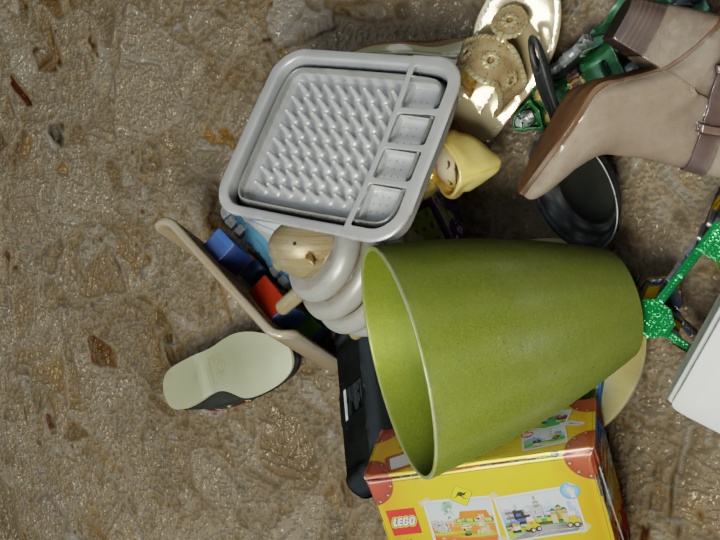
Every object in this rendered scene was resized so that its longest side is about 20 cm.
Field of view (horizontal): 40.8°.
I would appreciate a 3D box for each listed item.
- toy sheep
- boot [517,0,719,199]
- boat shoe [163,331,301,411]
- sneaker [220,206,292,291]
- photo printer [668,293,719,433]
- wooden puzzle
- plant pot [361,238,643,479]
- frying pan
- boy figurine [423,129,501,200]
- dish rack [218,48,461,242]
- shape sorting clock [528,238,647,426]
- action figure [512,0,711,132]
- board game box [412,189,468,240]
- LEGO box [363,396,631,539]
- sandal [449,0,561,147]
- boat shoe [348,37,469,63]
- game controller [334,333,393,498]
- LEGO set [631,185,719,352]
[{"bbox_3d":[0.000,0.000,0.910,0.137,0.198,0.140,-25,57,46],"label":"toy sheep"},{"bbox_3d":[0.237,-0.116,0.783,0.145,0.070,0.202,27,109,-10],"label":"boot"},{"bbox_3d":[-0.142,0.117,1.122,0.199,0.063,0.075,-20,73,35],"label":"boat shoe"},{"bbox_3d":[-0.070,-0.040,1.053,0.200,0.075,0.087,43,110,22],"label":"sneaker"},{"bbox_3d":[0.344,0.074,0.692,0.198,0.069,0.168,27,128,14],"label":"photo printer"},{"bbox_3d":[-0.108,0.020,1.031,0.199,0.185,0.046,40,88,22],"label":"wooden puzzle"},{"bbox_3d":[0.120,0.050,0.791,0.197,0.187,0.191,-14,90,-11],"label":"plant pot"},{"bbox_3d":[0.178,-0.108,0.872,0.192,0.031,0.115,65,157,1],"label":"frying pan"},{"bbox_3d":[0.037,-0.110,0.888,0.198,0.064,0.126,27,126,34],"label":"boy figurine"},{"bbox_3d":[-0.014,-0.105,0.830,0.197,0.044,0.174,12,72,32],"label":"dish rack"},{"bbox_3d":[0.164,0.066,0.893,0.197,0.039,0.204,-9,70,25],"label":"shape sorting clock"},{"bbox_3d":[0.217,-0.176,0.860,0.199,0.054,0.120,-31,79,35],"label":"action figure"},{"bbox_3d":[0.024,-0.084,0.974,0.119,0.032,0.202,-24,94,41],"label":"board game box"},{"bbox_3d":[0.122,0.206,0.839,0.197,0.077,0.151,-11,111,20],"label":"LEGO box"},{"bbox_3d":[0.113,-0.165,0.860,0.077,0.070,0.214,29,120,6],"label":"sandal"},{"bbox_3d":[0.062,-0.185,0.951,0.197,0.072,0.073,3,96,27],"label":"boat shoe"},{"bbox_3d":[0.010,0.123,0.976,0.105,0.041,0.203,124,148,-50],"label":"game controller"},{"bbox_3d":[0.329,0.015,0.790,0.198,0.116,0.156,26,129,15],"label":"LEGO set"}]
